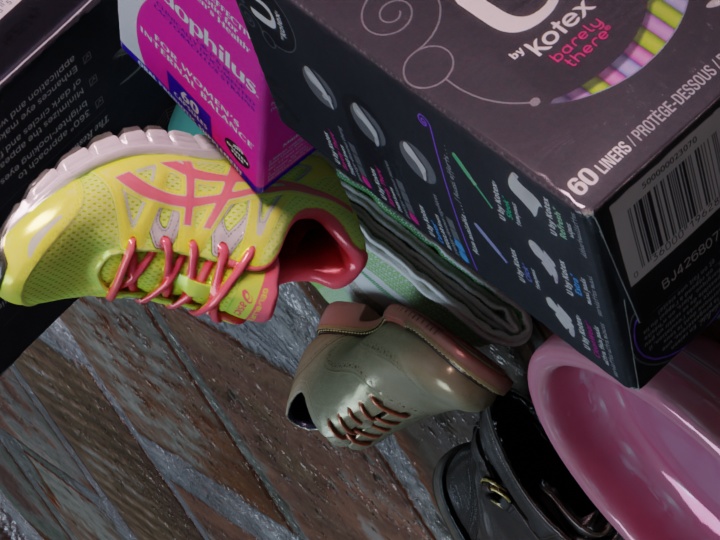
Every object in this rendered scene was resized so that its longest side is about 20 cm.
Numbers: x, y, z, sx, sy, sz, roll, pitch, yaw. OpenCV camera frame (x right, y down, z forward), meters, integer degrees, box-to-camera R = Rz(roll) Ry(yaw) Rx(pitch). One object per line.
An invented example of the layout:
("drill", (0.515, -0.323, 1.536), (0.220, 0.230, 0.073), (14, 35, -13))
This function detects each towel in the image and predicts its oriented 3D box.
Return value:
("towel", (0.000, 0.000, 1.390), (0.149, 0.031, 0.200), (38, 166, -10))

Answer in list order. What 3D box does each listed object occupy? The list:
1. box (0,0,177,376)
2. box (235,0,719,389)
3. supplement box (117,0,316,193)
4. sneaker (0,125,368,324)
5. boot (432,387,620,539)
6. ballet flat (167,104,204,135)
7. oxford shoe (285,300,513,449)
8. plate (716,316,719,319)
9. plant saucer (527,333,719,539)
("box", (-0.185, -0.087, 1.410), (0.117, 0.197, 0.201), (33, 154, 26))
("box", (0.062, -0.074, 0.942), (0.200, 0.122, 0.106), (38, 161, 35))
("supplement box", (-0.037, -0.133, 1.120), (0.101, 0.103, 0.200), (47, 162, 14))
("sneaker", (-0.076, -0.013, 1.196), (0.091, 0.199, 0.078), (55, 140, 24))
("boot", (0.109, 0.154, 1.432), (0.200, 0.069, 0.174), (51, 165, 4))
("ballet flat", (-0.046, -0.083, 1.339), (0.070, 0.069, 0.200), (51, 163, -5))
("oxford shoe", (0.018, 0.063, 1.361), (0.071, 0.074, 0.200), (36, 169, -15))
("plate", (0.065, -0.023, 1.110), (0.199, 0.026, 0.200), (27, 167, 7))
("plant saucer", (0.161, 0.094, 1.177), (0.200, 0.051, 0.201), (44, 164, 16))
